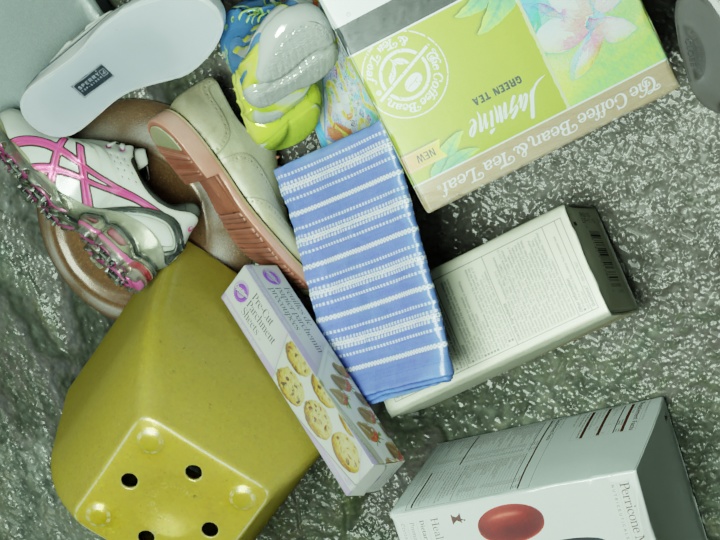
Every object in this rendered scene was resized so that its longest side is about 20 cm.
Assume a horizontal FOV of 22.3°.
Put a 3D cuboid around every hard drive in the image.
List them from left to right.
[{"bbox_3d":[-0.282,-0.215,1.490,0.139,0.033,0.201,-32,96,24],"label":"hard drive"}]

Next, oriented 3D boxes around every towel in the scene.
[{"bbox_3d":[0.000,0.000,1.384,0.144,0.024,0.201,-19,85,52],"label":"towel"}]

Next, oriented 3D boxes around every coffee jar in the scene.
[{"bbox_3d":[0.267,-0.172,1.237,0.085,0.200,0.105,-11,104,20],"label":"coffee jar"}]

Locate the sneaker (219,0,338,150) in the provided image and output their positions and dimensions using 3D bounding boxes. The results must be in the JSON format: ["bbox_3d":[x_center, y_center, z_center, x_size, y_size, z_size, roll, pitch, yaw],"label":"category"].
[{"bbox_3d":[-0.072,-0.167,1.344,0.075,0.200,0.105,-23,74,-16],"label":"sneaker"}]

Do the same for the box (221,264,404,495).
[{"bbox_3d":[-0.038,0.082,1.400,0.041,0.039,0.200,-49,61,30],"label":"box"}]

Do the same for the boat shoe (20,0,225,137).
[{"bbox_3d":[-0.183,-0.175,1.411,0.199,0.066,0.074,-22,123,28],"label":"boat shoe"}]

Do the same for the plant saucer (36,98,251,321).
[{"bbox_3d":[-0.186,-0.040,1.516,0.199,0.037,0.202,5,108,16],"label":"plant saucer"}]

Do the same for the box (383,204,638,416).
[{"bbox_3d":[0.101,0.032,1.413,0.199,0.078,0.095,-25,81,24],"label":"box"}]

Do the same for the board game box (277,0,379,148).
[{"bbox_3d":[0.011,-0.183,1.407,0.134,0.034,0.201,-14,103,21],"label":"board game box"}]

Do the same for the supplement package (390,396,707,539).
[{"bbox_3d":[0.159,0.229,1.434,0.199,0.147,0.192,-14,103,22],"label":"supplement package"}]

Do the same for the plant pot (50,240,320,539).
[{"bbox_3d":[-0.131,0.135,1.446,0.195,0.200,0.195,32,115,-10],"label":"plant pot"}]

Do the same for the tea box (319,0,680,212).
[{"bbox_3d":[0.092,-0.179,1.302,0.199,0.134,0.198,-27,102,7],"label":"tea box"}]

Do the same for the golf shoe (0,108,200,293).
[{"bbox_3d":[-0.215,-0.071,1.464,0.200,0.073,0.092,40,74,19],"label":"golf shoe"}]

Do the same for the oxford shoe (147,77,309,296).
[{"bbox_3d":[-0.081,-0.065,1.457,0.200,0.074,0.071,52,158,-23],"label":"oxford shoe"}]
